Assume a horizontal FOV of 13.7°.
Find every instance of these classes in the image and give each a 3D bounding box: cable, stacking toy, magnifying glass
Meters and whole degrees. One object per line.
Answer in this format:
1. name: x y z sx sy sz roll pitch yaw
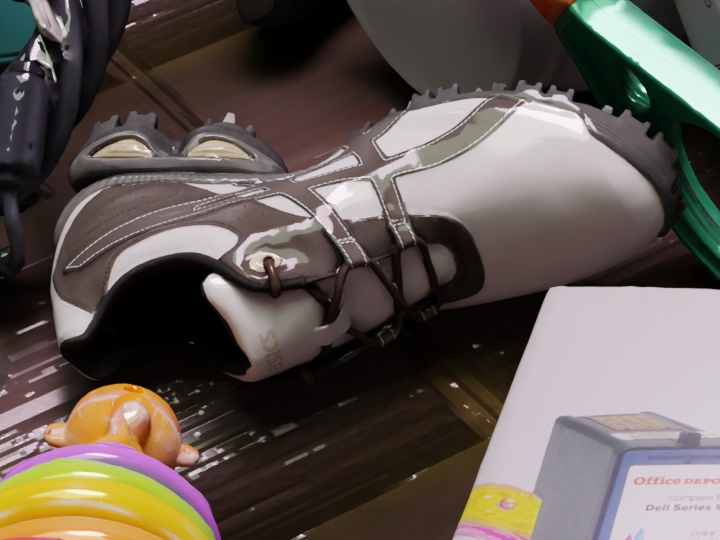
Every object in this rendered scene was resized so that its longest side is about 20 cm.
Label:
1. cable: -0.161 -0.081 0.990 0.199 0.164 0.051 8 -2 42
2. stacking toy: -0.073 0.085 0.790 0.115 0.110 0.200 9 25 -3
3. magnifying glass: 0.080 -0.065 0.902 0.022 0.080 0.200 -39 85 -18

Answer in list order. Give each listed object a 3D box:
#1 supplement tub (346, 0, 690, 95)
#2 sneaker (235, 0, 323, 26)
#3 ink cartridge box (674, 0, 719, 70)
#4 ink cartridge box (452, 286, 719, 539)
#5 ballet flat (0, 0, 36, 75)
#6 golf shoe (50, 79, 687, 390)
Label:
1. supplement tub: 0.095 -0.148 1.022 0.199 0.145 0.144 -27 40 -25
2. sneaker: 0.014 -0.154 1.107 0.079 0.076 0.200 11 40 21
3. ink cartridge box: 0.186 -0.127 0.949 0.199 0.197 0.043 -21 2 -19
4. ink cartridge box: 0.066 0.119 0.662 0.087 0.146 0.200 4 38 19
5. ballet flat: -0.186 -0.097 1.092 0.199 0.071 0.065 7 11 16
6. golf shoe: 0.000 0.000 0.909 0.199 0.078 0.095 -6 42 18
